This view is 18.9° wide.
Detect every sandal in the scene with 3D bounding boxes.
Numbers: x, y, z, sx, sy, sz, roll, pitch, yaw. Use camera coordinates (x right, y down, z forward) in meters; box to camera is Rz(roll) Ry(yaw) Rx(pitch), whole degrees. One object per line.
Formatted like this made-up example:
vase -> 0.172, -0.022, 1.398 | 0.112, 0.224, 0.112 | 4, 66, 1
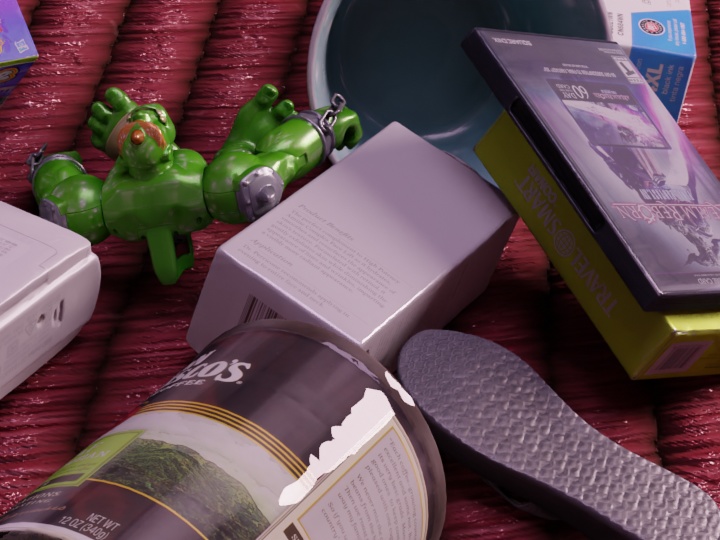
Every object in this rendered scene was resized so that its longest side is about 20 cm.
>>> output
sandal -> 0.096, 0.104, 1.146 | 0.200, 0.043, 0.076 | 36, 46, 18

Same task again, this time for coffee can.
coffee can -> -0.070, 0.129, 0.946 | 0.146, 0.147, 0.200 | 24, 34, 19

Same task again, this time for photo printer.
photo printer -> -0.264, 0.004, 1.151 | 0.199, 0.070, 0.166 | 22, 33, 17

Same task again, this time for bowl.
bowl -> 0.051, -0.135, 1.378 | 0.199, 0.203, 0.105 | 1, 13, -16

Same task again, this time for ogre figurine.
ogre figurine -> -0.105, -0.054, 1.249 | 0.198, 0.099, 0.120 | 10, 25, 3

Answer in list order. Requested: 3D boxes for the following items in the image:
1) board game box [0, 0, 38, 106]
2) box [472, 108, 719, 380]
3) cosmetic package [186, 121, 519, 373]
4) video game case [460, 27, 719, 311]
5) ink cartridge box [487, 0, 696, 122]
board game box -> -0.300, -0.094, 1.231 | 0.199, 0.134, 0.045 | -16, 75, -35
box -> 0.152, -0.028, 1.271 | 0.121, 0.048, 0.201 | 0, 49, -47
cosmetic package -> 0.000, 0.000, 1.227 | 0.101, 0.074, 0.200 | 35, 37, 15
video game case -> 0.156, -0.060, 1.253 | 0.142, 0.019, 0.201 | -1, 50, -48
ink cartridge box -> 0.126, -0.164, 1.516 | 0.198, 0.085, 0.146 | 11, 33, -2
